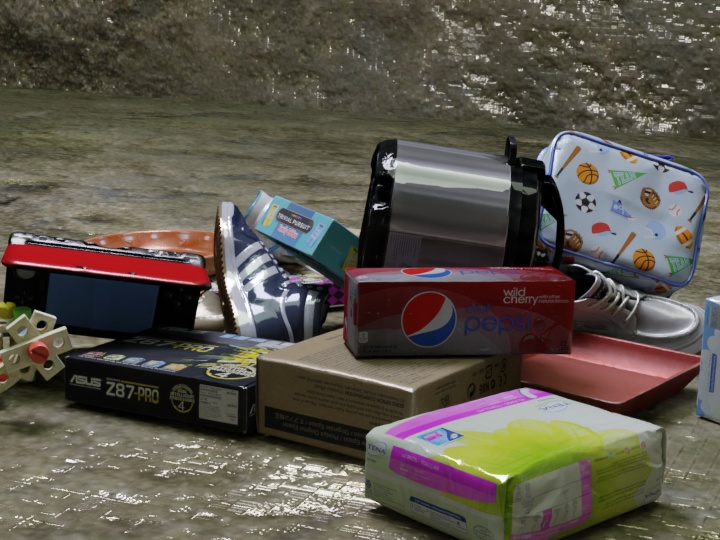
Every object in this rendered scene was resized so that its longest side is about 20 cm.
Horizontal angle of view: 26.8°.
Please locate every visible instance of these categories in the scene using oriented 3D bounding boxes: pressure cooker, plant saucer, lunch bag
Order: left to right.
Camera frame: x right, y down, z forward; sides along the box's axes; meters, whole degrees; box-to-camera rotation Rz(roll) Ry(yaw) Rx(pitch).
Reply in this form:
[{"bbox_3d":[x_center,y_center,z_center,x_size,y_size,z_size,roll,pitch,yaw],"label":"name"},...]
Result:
[{"bbox_3d":[-0.240,-0.016,1.798,0.198,0.033,0.200,-1,12,0],"label":"plant saucer"},{"bbox_3d":[0.098,-0.028,1.473,0.198,0.180,0.176,8,-32,-1],"label":"pressure cooker"},{"bbox_3d":[0.207,0.103,1.468,0.199,0.037,0.199,12,16,36],"label":"plant saucer"},{"bbox_3d":[0.277,-0.060,1.631,0.198,0.161,0.076,18,-23,-8],"label":"lunch bag"}]

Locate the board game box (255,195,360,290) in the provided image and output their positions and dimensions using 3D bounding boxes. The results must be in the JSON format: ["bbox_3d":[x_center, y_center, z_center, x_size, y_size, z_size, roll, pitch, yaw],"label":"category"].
[{"bbox_3d":[0.000,0.000,1.639,0.199,0.047,0.151,35,-5,-29],"label":"board game box"}]

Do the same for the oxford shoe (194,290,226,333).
[{"bbox_3d":[-0.192,0.033,1.638,0.198,0.076,0.070,5,12,13],"label":"oxford shoe"}]

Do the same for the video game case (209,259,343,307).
[{"bbox_3d":[-0.133,0.016,1.810,0.198,0.036,0.181,-5,12,-25],"label":"video game case"}]

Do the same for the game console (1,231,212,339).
[{"bbox_3d":[-0.256,0.033,1.500,0.198,0.173,0.119,7,39,-10],"label":"game console"}]

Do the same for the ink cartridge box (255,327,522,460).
[{"bbox_3d":[0.029,0.104,1.347,0.164,0.076,0.199,9,14,33],"label":"ink cartridge box"}]

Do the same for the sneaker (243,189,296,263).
[{"bbox_3d":[-0.104,-0.044,1.859,0.081,0.077,0.200,35,0,1],"label":"sneaker"}]

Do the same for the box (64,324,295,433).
[{"bbox_3d":[-0.150,0.098,1.416,0.198,0.050,0.161,7,11,27],"label":"box"}]

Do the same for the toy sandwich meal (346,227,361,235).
[{"bbox_3d":[0.062,-0.020,1.917,0.203,0.071,0.205,1,13,0],"label":"toy sandwich meal"}]

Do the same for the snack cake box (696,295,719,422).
[{"bbox_3d":[0.410,0.074,1.439,0.199,0.116,0.067,-8,15,-39],"label":"snack cake box"}]

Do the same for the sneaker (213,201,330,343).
[{"bbox_3d":[-0.094,0.009,1.597,0.107,0.070,0.201,-4,53,-12],"label":"sneaker"}]

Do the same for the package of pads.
[{"bbox_3d":[0.125,0.150,1.172,0.199,0.069,0.154,-11,17,-42],"label":"package of pads"}]

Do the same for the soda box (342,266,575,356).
[{"bbox_3d":[0.086,0.035,1.336,0.198,0.071,0.063,0,11,-12],"label":"soda box"}]

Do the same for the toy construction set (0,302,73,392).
[{"bbox_3d":[-0.335,0.081,1.399,0.130,0.093,0.200,-4,3,-23],"label":"toy construction set"}]

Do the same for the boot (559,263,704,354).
[{"bbox_3d":[0.261,0.042,1.576,0.198,0.074,0.096,0,-33,26],"label":"boot"}]
